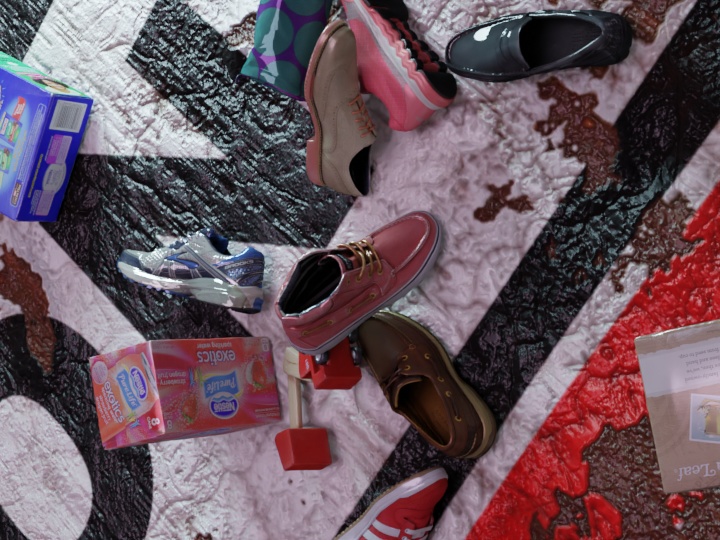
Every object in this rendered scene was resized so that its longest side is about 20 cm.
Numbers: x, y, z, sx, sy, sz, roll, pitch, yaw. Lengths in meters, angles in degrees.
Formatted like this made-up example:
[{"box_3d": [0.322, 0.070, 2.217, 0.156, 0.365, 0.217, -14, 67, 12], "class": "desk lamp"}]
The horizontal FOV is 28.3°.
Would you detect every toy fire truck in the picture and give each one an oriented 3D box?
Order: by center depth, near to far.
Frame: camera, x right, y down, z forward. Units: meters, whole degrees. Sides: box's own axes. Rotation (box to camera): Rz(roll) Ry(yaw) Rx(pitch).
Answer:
[{"box_3d": [-0.053, 0.100, 1.537, 0.141, 0.049, 0.201, -46, 48, 50], "class": "toy fire truck"}]

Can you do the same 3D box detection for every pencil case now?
[{"box_3d": [-0.071, -0.290, 1.550, 0.085, 0.092, 0.201, 15, 98, -5], "class": "pencil case"}]

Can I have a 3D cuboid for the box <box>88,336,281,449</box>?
[{"box_3d": [-0.186, 0.131, 1.548, 0.094, 0.200, 0.103, -15, 80, 33], "class": "box"}]

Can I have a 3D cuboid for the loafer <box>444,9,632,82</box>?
[{"box_3d": [0.165, -0.224, 1.394, 0.200, 0.070, 0.068, -1, 88, 35], "class": "loafer"}]

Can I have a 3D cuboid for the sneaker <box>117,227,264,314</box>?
[{"box_3d": [-0.189, -0.008, 1.641, 0.199, 0.077, 0.086, 12, 86, 27], "class": "sneaker"}]

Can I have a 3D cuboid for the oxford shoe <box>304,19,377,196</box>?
[{"box_3d": [-0.011, -0.167, 1.486, 0.074, 0.071, 0.201, 26, 138, 27], "class": "oxford shoe"}]

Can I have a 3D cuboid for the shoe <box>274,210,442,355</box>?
[{"box_3d": [0.000, 0.000, 1.442, 0.200, 0.091, 0.071, -41, 65, -8], "class": "shoe"}]

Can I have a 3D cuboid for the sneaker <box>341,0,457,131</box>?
[{"box_3d": [0.016, -0.231, 1.497, 0.087, 0.074, 0.201, -45, 64, 30], "class": "sneaker"}]

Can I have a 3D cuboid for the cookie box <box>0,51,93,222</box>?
[{"box_3d": [-0.452, -0.176, 1.814, 0.200, 0.075, 0.172, 28, 105, 31], "class": "cookie box"}]

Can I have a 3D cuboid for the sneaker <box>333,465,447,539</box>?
[{"box_3d": [0.042, 0.294, 1.465, 0.200, 0.071, 0.113, -48, 60, 32], "class": "sneaker"}]

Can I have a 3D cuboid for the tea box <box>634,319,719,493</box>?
[{"box_3d": [0.364, 0.099, 1.173, 0.199, 0.196, 0.134, -15, 80, 33], "class": "tea box"}]

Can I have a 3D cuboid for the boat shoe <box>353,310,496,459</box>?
[{"box_3d": [0.056, 0.112, 1.459, 0.200, 0.067, 0.072, 48, 117, 30], "class": "boat shoe"}]
